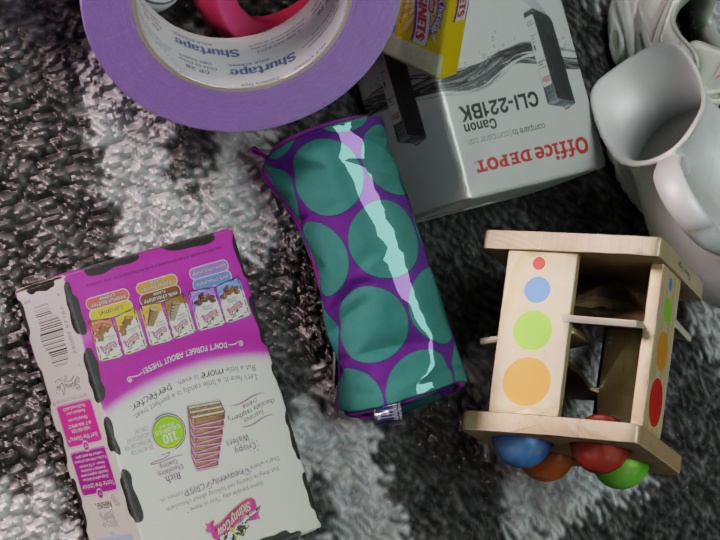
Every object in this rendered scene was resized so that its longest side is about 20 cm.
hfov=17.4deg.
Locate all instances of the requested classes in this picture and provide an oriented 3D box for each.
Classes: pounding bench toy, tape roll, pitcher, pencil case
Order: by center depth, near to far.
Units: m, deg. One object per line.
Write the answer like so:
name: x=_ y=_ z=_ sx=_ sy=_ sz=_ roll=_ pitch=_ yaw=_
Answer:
tape roll: x=-0.077 y=-0.187 z=1.469 sx=0.200 sy=0.200 sz=0.066 roll=32 pitch=23 yaw=-29
pencil case: x=0.000 y=0.000 z=1.560 sx=0.092 sy=0.085 sz=0.200 roll=-17 pitch=90 yaw=3
pounding bench toy: x=0.165 y=0.074 z=1.641 sx=0.200 sy=0.124 sz=0.156 roll=35 pitch=61 yaw=-65
pitcher: x=0.253 y=-0.041 z=1.665 sx=0.200 sy=0.121 sz=0.172 roll=47 pitch=25 yaw=-35

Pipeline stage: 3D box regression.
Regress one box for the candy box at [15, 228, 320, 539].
candy box: x=-0.118 y=0.087 z=1.460 sx=0.136 sy=0.061 sz=0.200 roll=-16 pitch=90 yaw=-40

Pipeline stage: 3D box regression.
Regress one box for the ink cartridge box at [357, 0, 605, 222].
ink cartridge box: x=0.074 y=-0.146 z=1.653 sx=0.144 sy=0.084 sz=0.200 roll=-15 pitch=90 yaw=-41

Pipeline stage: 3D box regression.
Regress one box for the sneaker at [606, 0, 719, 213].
sneaker: x=0.240 y=-0.131 z=1.772 sx=0.078 sy=0.099 sz=0.200 roll=2 pitch=79 yaw=-38

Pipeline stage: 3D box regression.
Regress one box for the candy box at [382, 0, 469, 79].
candy box: x=0.035 y=-0.235 z=1.534 sx=0.026 sy=0.102 sz=0.200 roll=-21 pitch=130 yaw=-46

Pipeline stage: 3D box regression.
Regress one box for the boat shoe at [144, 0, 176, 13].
boat shoe: x=-0.164 y=-0.258 z=1.499 sx=0.070 sy=0.066 sz=0.200 roll=-36 pitch=102 yaw=-38

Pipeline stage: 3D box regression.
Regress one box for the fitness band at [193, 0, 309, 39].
fitness band: x=-0.054 y=-0.239 z=1.540 sx=0.144 sy=0.037 sz=0.200 roll=-32 pitch=134 yaw=-35
